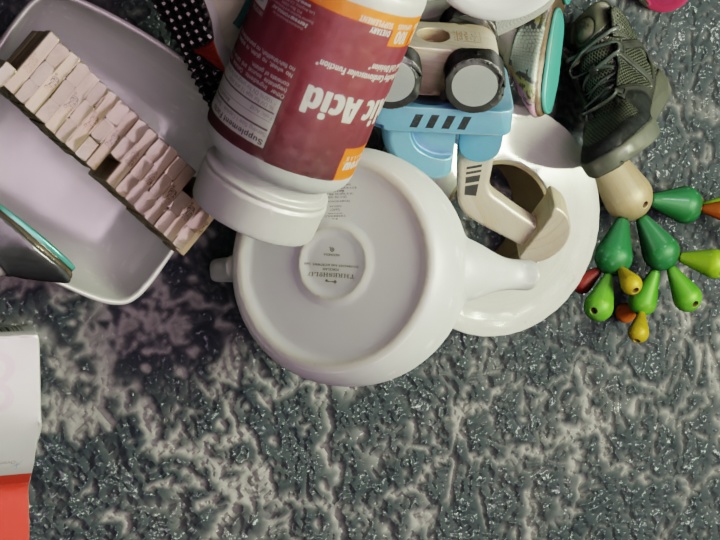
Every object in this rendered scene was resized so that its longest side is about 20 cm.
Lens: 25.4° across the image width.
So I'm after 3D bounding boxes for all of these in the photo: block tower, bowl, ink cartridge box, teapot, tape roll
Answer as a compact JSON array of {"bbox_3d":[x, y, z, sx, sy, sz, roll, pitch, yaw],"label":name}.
[{"bbox_3d":[-0.187,-0.096,1.185,0.200,0.054,0.058,43,81,-24],"label":"block tower"},{"bbox_3d":[-0.217,-0.095,1.240,0.200,0.075,0.200,31,87,-24],"label":"bowl"},{"bbox_3d":[-0.333,0.146,1.250,0.162,0.057,0.201,-3,96,-23],"label":"ink cartridge box"},{"bbox_3d":[0.000,0.000,1.260,0.197,0.146,0.200,-46,73,11],"label":"teapot"},{"bbox_3d":[0.104,-0.047,1.387,0.201,0.071,0.204,-4,102,-22],"label":"tape roll"}]

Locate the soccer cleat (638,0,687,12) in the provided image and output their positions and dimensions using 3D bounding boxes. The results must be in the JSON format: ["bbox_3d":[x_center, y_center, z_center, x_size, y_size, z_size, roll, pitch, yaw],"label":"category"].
[{"bbox_3d":[0.248,-0.322,1.401,0.070,0.087,0.200,-13,132,22],"label":"soccer cleat"}]

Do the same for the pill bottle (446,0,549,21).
[{"bbox_3d":[0.101,-0.277,1.206,0.106,0.200,0.107,1,125,2],"label":"pill bottle"}]

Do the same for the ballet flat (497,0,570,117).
[{"bbox_3d":[0.149,-0.227,1.358,0.071,0.069,0.201,12,80,15],"label":"ballet flat"}]

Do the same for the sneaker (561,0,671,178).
[{"bbox_3d":[0.206,-0.156,1.365,0.076,0.200,0.114,-29,106,31],"label":"sneaker"}]

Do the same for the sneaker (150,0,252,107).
[{"bbox_3d":[-0.092,-0.197,1.182,0.093,0.070,0.200,-47,140,-22],"label":"sneaker"}]

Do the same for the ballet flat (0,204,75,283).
[{"bbox_3d":[-0.296,-0.044,1.140,0.200,0.073,0.073,45,81,-17],"label":"ballet flat"}]

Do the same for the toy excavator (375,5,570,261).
[{"bbox_3d":[0.081,-0.104,1.280,0.193,0.100,0.201,3,126,-4],"label":"toy excavator"}]

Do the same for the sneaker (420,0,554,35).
[{"bbox_3d":[0.058,-0.232,1.325,0.199,0.116,0.074,-21,142,12],"label":"sneaker"}]

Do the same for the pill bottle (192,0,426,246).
[{"bbox_3d":[-0.041,-0.126,1.132,0.114,0.114,0.201,14,113,-24],"label":"pill bottle"}]

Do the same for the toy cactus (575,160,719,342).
[{"bbox_3d":[0.262,-0.037,1.457,0.199,0.102,0.165,-32,91,-12],"label":"toy cactus"}]
